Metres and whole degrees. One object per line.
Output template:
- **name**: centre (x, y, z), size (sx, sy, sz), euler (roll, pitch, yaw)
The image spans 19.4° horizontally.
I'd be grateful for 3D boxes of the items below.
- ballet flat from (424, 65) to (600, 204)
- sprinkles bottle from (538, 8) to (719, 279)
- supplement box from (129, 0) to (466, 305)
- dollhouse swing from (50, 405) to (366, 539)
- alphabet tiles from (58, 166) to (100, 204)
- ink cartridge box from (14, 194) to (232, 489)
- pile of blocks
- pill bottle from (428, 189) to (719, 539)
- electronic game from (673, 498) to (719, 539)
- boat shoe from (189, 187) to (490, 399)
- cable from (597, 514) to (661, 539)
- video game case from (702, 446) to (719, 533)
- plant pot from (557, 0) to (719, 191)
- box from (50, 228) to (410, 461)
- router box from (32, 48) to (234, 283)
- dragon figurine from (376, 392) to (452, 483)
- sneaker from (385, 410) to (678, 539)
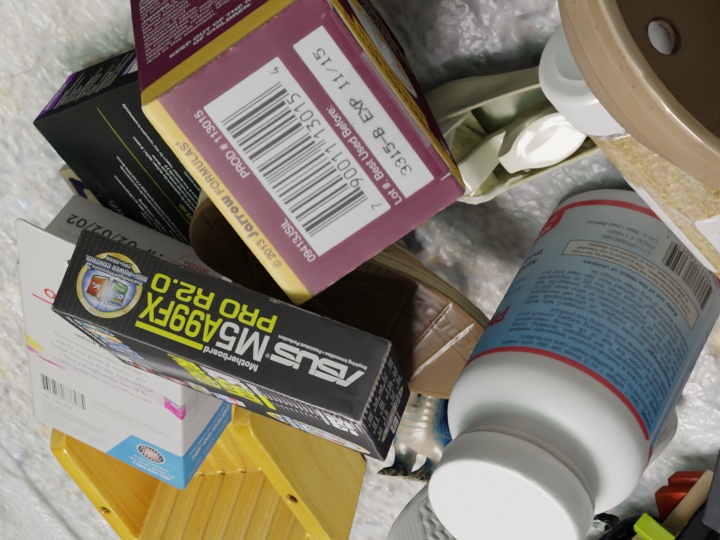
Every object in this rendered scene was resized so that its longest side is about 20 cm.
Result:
- **ballet flat**: centre (0.077, -0.071, 1.108), size (0.200, 0.069, 0.069), euler (-21, 118, 47)
- **sprinkles bottle**: centre (0.166, -0.052, 1.024), size (0.068, 0.068, 0.200), euler (-7, 143, 40)
- **supplement box**: centre (-0.036, -0.094, 1.040), size (0.103, 0.200, 0.131), euler (-34, 116, 8)
- **dollhouse swing**: centre (-0.130, 0.166, 1.427), size (0.200, 0.176, 0.182), euler (-7, 128, 41)
- **alphabet tiles**: centre (-0.094, -0.036, 1.317), size (0.200, 0.006, 0.166), euler (-5, 128, 39)
- **ink cartridge box**: centre (-0.141, 0.033, 1.283), size (0.115, 0.068, 0.200), euler (24, 143, 15)
- **pile of blocks**: centre (0.159, 0.192, 1.270), size (0.062, 0.082, 0.200), euler (39, 111, 16)
- **pill bottle**: centre (0.113, 0.057, 1.112), size (0.109, 0.200, 0.109), euler (19, 140, 17)
- **electronic game**: centre (0.227, 0.120, 1.101), size (0.042, 0.200, 0.200), euler (45, 142, 1)
- **boat shoe**: centre (0.000, 0.000, 1.164), size (0.200, 0.065, 0.071), euler (33, 122, -18)
- **cable**: centre (0.201, 0.252, 1.331), size (0.163, 0.051, 0.200), euler (-4, 102, 50)
- **video game case**: centre (0.228, 0.008, 0.992), size (0.025, 0.181, 0.200), euler (29, 144, 22)
- **plant pot**: centre (0.154, -0.114, 0.901), size (0.201, 0.201, 0.093), euler (42, 148, -11)
- **box**: centre (-0.059, 0.042, 1.074), size (0.160, 0.044, 0.200), euler (21, 172, 7)
- **router box**: centre (-0.080, -0.045, 1.247), size (0.149, 0.051, 0.200), euler (-13, 123, 45)
- **dragon figurine**: centre (0.056, 0.083, 1.288), size (0.059, 0.100, 0.200), euler (8, 174, 26)
- **sneaker**: centre (0.092, 0.146, 1.238), size (0.074, 0.200, 0.118), euler (54, 153, 17)
